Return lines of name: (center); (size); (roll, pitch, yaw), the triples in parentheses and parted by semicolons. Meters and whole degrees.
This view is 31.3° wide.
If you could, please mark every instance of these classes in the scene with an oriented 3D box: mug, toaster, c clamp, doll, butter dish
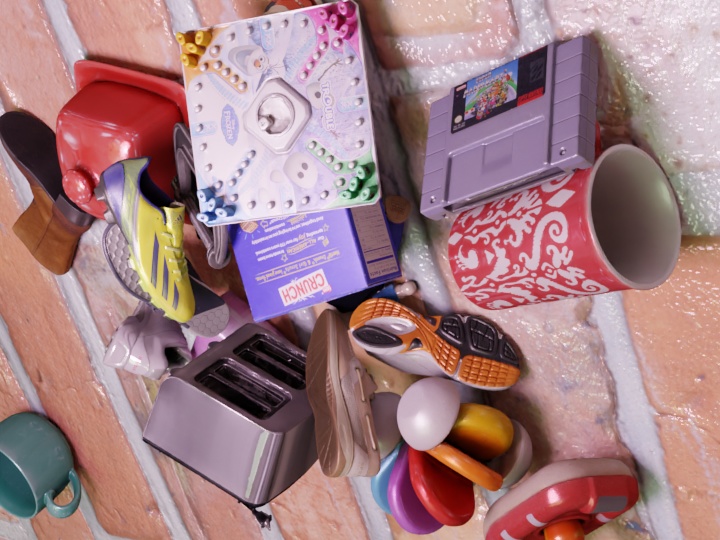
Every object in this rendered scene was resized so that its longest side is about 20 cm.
mug: (0.192, -0.051, 1.241); (0.132, 0.180, 0.199); (21, 156, -34)
mug: (-0.534, 0.322, 2.099); (0.151, 0.114, 0.186); (-29, 100, 47)
toaster: (-0.128, 0.171, 1.502); (0.198, 0.180, 0.120); (28, 121, 18)
c clamp: (-0.179, -0.073, 1.432); (0.200, 0.027, 0.173); (-131, 35, -53)
doll: (0.000, 0.000, 1.451); (0.135, 0.049, 0.201); (14, 132, -10)
butter dish: (-0.299, -0.130, 1.551); (0.198, 0.148, 0.202); (17, 130, 29)

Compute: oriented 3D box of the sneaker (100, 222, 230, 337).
sneaker: (-0.259, -0.008, 1.564); (0.203, 0.077, 0.146); (48, 174, -35)

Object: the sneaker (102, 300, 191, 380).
sneaker: (-0.258, 0.089, 1.653); (0.099, 0.200, 0.078); (31, 116, -4)

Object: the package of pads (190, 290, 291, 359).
package of pads: (-0.130, 0.134, 1.653); (0.199, 0.076, 0.121); (39, 137, 10)

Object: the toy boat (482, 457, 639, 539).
toy boat: (0.225, 0.297, 1.412); (0.200, 0.129, 0.132); (-49, 47, 48)

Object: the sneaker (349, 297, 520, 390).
sneaker: (0.088, 0.090, 1.458); (0.198, 0.076, 0.092); (19, 162, 15)

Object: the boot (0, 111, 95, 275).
boot: (-0.446, -0.105, 1.773); (0.188, 0.069, 0.200); (42, 145, -3)

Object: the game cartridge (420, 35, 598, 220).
game cartridge: (0.136, -0.133, 1.209); (0.038, 0.132, 0.199); (19, 154, -38)

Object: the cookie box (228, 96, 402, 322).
cookie box: (-0.063, -0.064, 1.363); (0.170, 0.075, 0.203); (-16, 89, 38)

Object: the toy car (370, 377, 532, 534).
toy car: (0.085, 0.222, 1.448); (0.174, 0.152, 0.199); (30, 149, -28)

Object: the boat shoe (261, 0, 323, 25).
boat shoe: (-0.096, -0.216, 1.382); (0.071, 0.063, 0.201); (38, 138, 8)

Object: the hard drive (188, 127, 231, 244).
hard drive: (-0.113, -0.089, 1.486); (0.197, 0.033, 0.141); (8, 125, 24)

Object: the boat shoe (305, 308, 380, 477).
boat shoe: (-0.016, 0.137, 1.431); (0.072, 0.064, 0.202); (126, 144, -47)

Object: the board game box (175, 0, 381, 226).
board game box: (-0.086, -0.156, 1.287); (0.197, 0.026, 0.203); (-7, 92, 20)

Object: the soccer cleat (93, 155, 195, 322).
soccer cleat: (-0.225, -0.034, 1.445); (0.083, 0.065, 0.202); (-23, 109, 4)
